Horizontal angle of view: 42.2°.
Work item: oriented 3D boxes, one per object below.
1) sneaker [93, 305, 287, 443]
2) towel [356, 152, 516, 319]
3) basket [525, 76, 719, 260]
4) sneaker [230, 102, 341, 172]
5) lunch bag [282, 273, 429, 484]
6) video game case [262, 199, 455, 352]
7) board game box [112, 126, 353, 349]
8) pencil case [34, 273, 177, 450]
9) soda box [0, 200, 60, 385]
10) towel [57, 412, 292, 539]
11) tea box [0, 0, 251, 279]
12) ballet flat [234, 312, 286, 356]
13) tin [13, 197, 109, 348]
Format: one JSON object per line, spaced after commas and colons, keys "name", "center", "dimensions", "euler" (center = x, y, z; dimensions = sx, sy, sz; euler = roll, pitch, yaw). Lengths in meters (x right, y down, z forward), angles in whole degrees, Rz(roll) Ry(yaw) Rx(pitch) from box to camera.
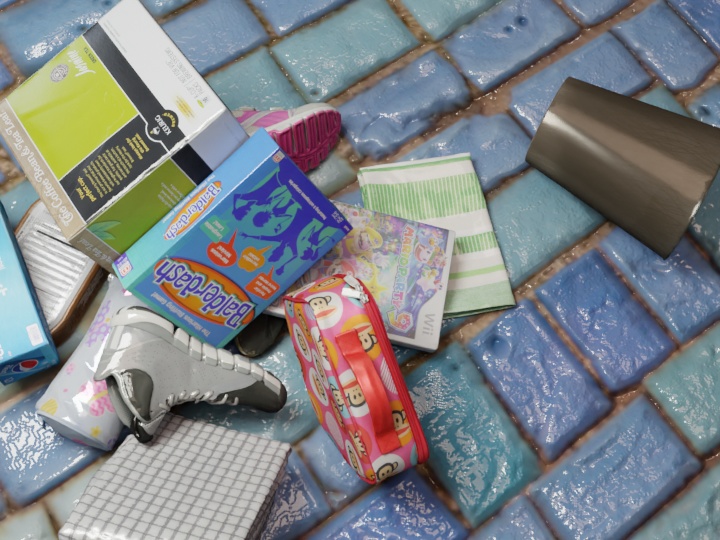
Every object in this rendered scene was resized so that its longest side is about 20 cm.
{"name": "sneaker", "center": [-0.175, 0.128, 0.930], "dimensions": [0.199, 0.075, 0.116], "euler": [29, 61, -19]}
{"name": "towel", "center": [0.085, -0.040, 1.095], "dimensions": [0.151, 0.023, 0.201], "euler": [-9, 69, -10]}
{"name": "basket", "center": [0.307, -0.133, 1.099], "dimensions": [0.199, 0.136, 0.181], "euler": [28, 64, 10]}
{"name": "sneaker", "center": [-0.115, -0.158, 1.093], "dimensions": [0.199, 0.082, 0.088], "euler": [-22, 50, -27]}
{"name": "lunch bag", "center": [-0.006, 0.105, 0.920], "dimensions": [0.081, 0.176, 0.201], "euler": [-22, 97, -12]}
{"name": "video game case", "center": [0.000, 0.000, 1.038], "dimensions": [0.199, 0.018, 0.144], "euler": [14, 70, -8]}
{"name": "board game box", "center": [-0.124, -0.025, 0.939], "dimensions": [0.200, 0.152, 0.045], "euler": [-42, 49, 3]}
{"name": "pencil case", "center": [-0.256, 0.085, 0.977], "dimensions": [0.090, 0.083, 0.201], "euler": [29, 68, -12]}
{"name": "soda box", "center": [-0.378, 0.011, 0.967], "dimensions": [0.064, 0.068, 0.201], "euler": [-21, 72, -14]}
{"name": "towel", "center": [-0.171, 0.229, 0.886], "dimensions": [0.164, 0.086, 0.200], "euler": [13, 26, 7]}
{"name": "tea box", "center": [-0.232, -0.129, 0.950], "dimensions": [0.196, 0.134, 0.200], "euler": [-38, 62, -1]}
{"name": "ballet flat", "center": [-0.109, 0.000, 1.055], "dimensions": [0.066, 0.057, 0.201], "euler": [16, 70, -26]}
{"name": "tin", "center": [-0.343, -0.001, 1.032], "dimensions": [0.111, 0.042, 0.201], "euler": [25, 67, 0]}
